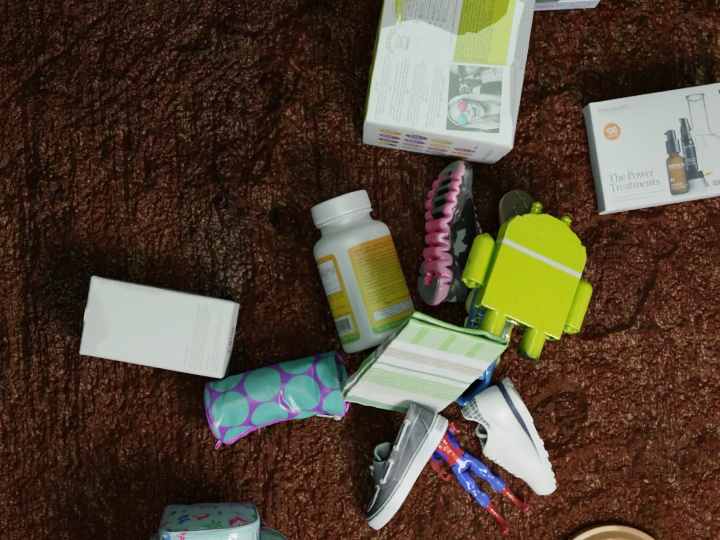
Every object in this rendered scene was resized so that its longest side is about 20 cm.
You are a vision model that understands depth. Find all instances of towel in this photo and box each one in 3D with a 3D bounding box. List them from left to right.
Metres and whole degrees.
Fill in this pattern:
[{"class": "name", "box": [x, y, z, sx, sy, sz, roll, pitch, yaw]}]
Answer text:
[{"class": "towel", "box": [0.078, 0.122, 1.428, 0.147, 0.200, 0.031, 15, 50, -23]}]

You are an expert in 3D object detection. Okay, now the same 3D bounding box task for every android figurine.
[{"class": "android figurine", "box": [0.225, 0.010, 1.477, 0.179, 0.041, 0.203, 22, 78, -11]}]

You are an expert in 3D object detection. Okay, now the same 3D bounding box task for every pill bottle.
[{"class": "pill bottle", "box": [0.000, 0.000, 1.516, 0.109, 0.111, 0.204, -18, 89, -2]}]

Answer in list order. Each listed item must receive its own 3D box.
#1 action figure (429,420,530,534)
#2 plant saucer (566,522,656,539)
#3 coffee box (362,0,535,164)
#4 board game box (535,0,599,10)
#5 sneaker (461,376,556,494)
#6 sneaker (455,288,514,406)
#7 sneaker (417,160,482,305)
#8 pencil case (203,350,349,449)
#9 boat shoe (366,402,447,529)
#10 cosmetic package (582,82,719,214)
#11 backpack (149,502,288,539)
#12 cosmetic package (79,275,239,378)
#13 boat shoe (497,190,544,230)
[{"class": "action figure", "box": [0.146, 0.272, 1.521, 0.200, 0.099, 0.065, 45, 90, 3]}, {"class": "plant saucer", "box": [0.352, 0.456, 1.551, 0.196, 0.032, 0.205, 0, 89, 0]}, {"class": "coffee box", "box": [0.110, -0.264, 1.481, 0.194, 0.200, 0.204, 9, 89, -1]}, {"class": "board game box", "box": [0.231, -0.468, 1.568, 0.195, 0.041, 0.204, -4, 89, -1]}, {"class": "sneaker", "box": [0.204, 0.234, 1.511, 0.080, 0.077, 0.202, -29, 118, 0]}, {"class": "sneaker", "box": [0.170, 0.095, 1.499, 0.074, 0.105, 0.203, 16, 105, -3]}, {"class": "sneaker", "box": [0.139, -0.049, 1.550, 0.094, 0.079, 0.204, 9, 89, -23]}, {"class": "pencil case", "box": [-0.112, 0.175, 1.523, 0.196, 0.085, 0.094, -13, 82, -1]}, {"class": "boat shoe", "box": [0.045, 0.262, 1.503, 0.067, 0.072, 0.202, 28, 121, 0]}, {"class": "cosmetic package", "box": [0.421, -0.170, 1.560, 0.196, 0.052, 0.154, -9, 86, -1]}, {"class": "backpack", "box": [-0.186, 0.389, 1.471, 0.196, 0.178, 0.154, 7, 93, -5]}, {"class": "cosmetic package", "box": [-0.272, 0.077, 1.522, 0.196, 0.085, 0.110, 11, 88, 0]}, {"class": "boat shoe", "box": [0.235, -0.010, 1.540, 0.071, 0.067, 0.203, -24, 90, -19]}]
